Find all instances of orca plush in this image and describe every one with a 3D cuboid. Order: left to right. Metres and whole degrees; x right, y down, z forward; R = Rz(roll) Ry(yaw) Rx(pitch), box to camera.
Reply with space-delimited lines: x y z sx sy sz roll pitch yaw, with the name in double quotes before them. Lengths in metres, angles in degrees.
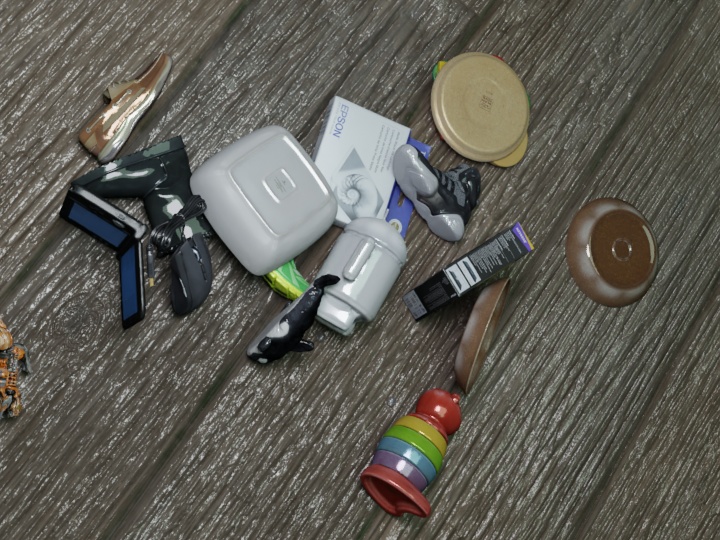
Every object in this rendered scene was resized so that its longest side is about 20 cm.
"orca plush" -0.092 0.087 1.622 0.071 0.105 0.200 39 107 -10

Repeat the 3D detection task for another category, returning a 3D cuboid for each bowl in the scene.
"bowl" -0.137 -0.120 1.624 0.199 0.075 0.201 -37 91 -33

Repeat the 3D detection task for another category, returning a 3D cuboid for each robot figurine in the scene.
"robot figurine" 0.000 0.000 1.671 0.112 0.170 0.201 29 77 5

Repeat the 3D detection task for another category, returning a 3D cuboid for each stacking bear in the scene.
"stacking bear" 0.095 0.279 1.702 0.114 0.121 0.201 45 61 -17

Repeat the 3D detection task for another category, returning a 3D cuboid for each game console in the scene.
"game console" -0.369 -0.015 1.510 0.175 0.200 0.117 32 72 -14

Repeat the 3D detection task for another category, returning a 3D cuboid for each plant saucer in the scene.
"plant saucer" 0.192 0.101 1.718 0.036 0.201 0.202 21 74 12
"plant saucer" 0.465 -0.036 1.918 0.198 0.037 0.203 3 83 -20

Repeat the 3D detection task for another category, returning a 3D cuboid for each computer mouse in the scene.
"computer mouse" -0.259 0.002 1.552 0.046 0.202 0.140 20 36 19

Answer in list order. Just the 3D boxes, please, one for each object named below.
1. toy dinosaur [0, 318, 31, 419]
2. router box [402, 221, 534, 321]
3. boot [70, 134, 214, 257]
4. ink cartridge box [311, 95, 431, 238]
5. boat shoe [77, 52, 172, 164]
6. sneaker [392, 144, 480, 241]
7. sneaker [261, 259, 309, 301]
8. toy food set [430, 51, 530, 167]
"toy dinosaur" -0.541 0.114 1.504 0.135 0.102 0.202 -14 70 -36
"router box" 0.169 0.005 1.712 0.156 0.200 0.053 -31 87 -21
"boot" -0.320 -0.100 1.615 0.196 0.073 0.164 -24 99 -18
"ink cartridge box" 0.013 -0.159 1.761 0.198 0.041 0.202 21 76 -17
"boat shoe" -0.357 -0.259 1.618 0.071 0.076 0.201 35 71 -11
"sneaker" 0.133 -0.154 1.774 0.114 0.075 0.201 -52 124 -26
"sneaker" -0.135 -0.032 1.670 0.083 0.074 0.201 -42 98 -16
"toy food set" 0.210 -0.285 1.848 0.197 0.049 0.201 7 80 -19
